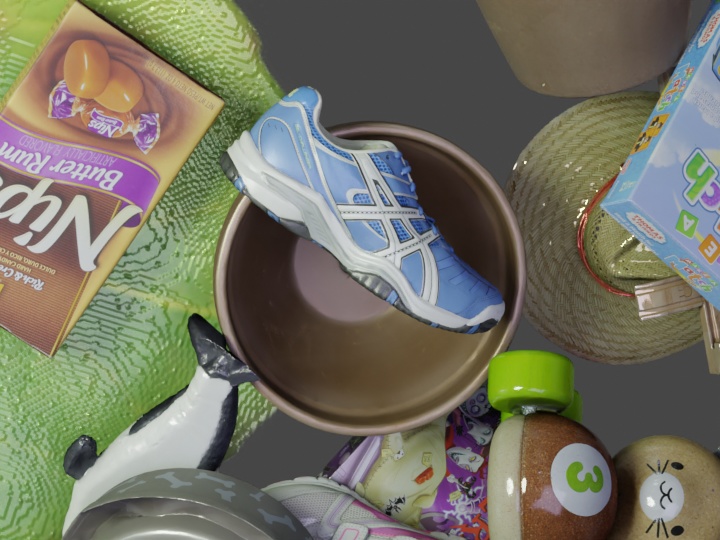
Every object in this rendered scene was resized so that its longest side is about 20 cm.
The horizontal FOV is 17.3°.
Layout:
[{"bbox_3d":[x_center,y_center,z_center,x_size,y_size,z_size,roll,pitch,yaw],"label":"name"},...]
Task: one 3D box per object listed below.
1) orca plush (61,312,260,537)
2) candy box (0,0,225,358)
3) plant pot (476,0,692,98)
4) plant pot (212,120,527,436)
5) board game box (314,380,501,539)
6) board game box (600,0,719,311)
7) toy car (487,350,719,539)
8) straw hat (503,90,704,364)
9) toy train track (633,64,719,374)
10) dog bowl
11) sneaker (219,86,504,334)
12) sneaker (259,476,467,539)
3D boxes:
[{"bbox_3d":[-0.132,0.107,1.536,0.105,0.071,0.200,18,119,-5],"label":"orca plush"},{"bbox_3d":[-0.190,-0.059,1.510,0.117,0.056,0.200,33,94,-14],"label":"candy box"},{"bbox_3d":[0.139,-0.210,1.490,0.200,0.200,0.175,-19,120,-6],"label":"plant pot"},{"bbox_3d":[0.000,0.000,1.534,0.200,0.093,0.201,-2,100,-11],"label":"plant pot"},{"bbox_3d":[0.034,0.158,1.600,0.120,0.032,0.200,42,90,-18],"label":"board game box"},{"bbox_3d":[0.254,-0.076,1.502,0.151,0.037,0.200,39,67,-21],"label":"board game box"},{"bbox_3d":[0.182,0.146,1.491,0.200,0.158,0.165,0,73,9],"label":"toy car"},{"bbox_3d":[0.196,-0.024,1.567,0.201,0.085,0.201,-2,100,-10],"label":"straw hat"},{"bbox_3d":[0.224,-0.033,1.516,0.115,0.033,0.200,-15,97,-26],"label":"toy train track"},{"bbox_3d":[-0.107,0.214,1.504,0.200,0.059,0.200,6,117,12],"label":"dog bowl"},{"bbox_3d":[0.013,-0.033,1.444,0.200,0.076,0.077,36,96,-15],"label":"sneaker"},{"bbox_3d":[0.009,0.193,1.542,0.200,0.088,0.082,16,96,-13],"label":"sneaker"}]
